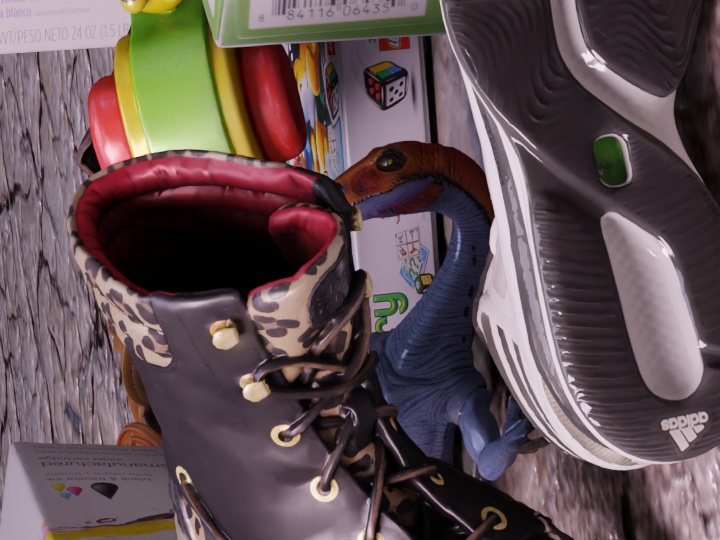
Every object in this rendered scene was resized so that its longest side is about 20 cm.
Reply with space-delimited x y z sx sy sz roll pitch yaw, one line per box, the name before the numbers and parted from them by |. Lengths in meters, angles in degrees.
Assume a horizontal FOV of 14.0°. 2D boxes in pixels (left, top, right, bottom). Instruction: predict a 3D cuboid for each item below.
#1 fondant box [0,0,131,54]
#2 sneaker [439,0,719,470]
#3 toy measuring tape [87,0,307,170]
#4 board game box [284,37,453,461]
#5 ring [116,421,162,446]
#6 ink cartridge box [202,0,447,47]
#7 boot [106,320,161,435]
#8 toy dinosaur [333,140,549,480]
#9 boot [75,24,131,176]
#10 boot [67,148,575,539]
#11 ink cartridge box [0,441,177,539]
fondant box | -0.105 -0.197 1.248 0.058 0.143 0.201 -120 28 -62
sneaker | 0.048 -0.041 0.803 0.115 0.075 0.202 146 116 -73
toy measuring tape | -0.043 -0.016 0.972 0.074 0.073 0.201 -123 14 -64
board game box | 0.000 0.000 1.113 0.126 0.034 0.202 -163 68 -77
ring | -0.073 0.167 1.391 0.201 0.019 0.201 54 159 32
ink cartridge box | -0.014 -0.157 0.964 0.201 0.103 0.060 -109 19 -47
boot | -0.089 0.005 1.437 0.201 0.076 0.156 84 171 -48
toy dinosaur | 0.000 0.051 0.999 0.200 0.104 0.183 127 163 -80
boot | -0.064 -0.105 1.102 0.167 0.072 0.200 -57 9 -20
boot | 0.002 0.052 0.828 0.199 0.073 0.151 25 146 43
ink cartridge box | -0.064 0.169 1.182 0.200 0.146 0.147 -135 50 -69
